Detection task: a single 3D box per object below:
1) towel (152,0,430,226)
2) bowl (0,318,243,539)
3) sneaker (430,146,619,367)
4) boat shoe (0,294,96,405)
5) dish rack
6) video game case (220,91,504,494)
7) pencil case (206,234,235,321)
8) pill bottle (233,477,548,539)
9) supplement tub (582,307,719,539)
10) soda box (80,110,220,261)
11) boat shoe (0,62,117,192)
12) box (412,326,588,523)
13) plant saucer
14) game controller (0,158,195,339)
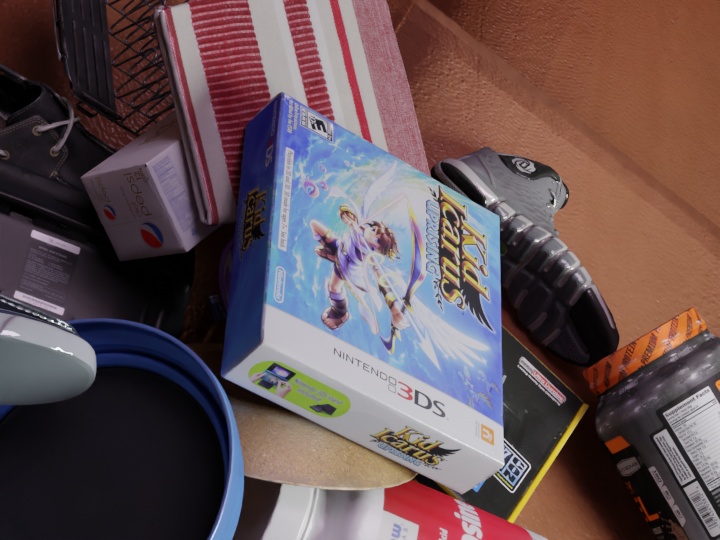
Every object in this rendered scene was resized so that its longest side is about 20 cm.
[{"bbox_3d":[-0.042,-0.109,1.187,0.199,0.023,0.145,-12,87,-43],"label":"towel"},{"bbox_3d":[-0.158,0.125,1.019,0.039,0.199,0.202,60,26,-57],"label":"bowl"},{"bbox_3d":[0.148,-0.024,1.416,0.200,0.075,0.115,49,42,8],"label":"sneaker"},{"bbox_3d":[-0.238,0.009,0.998,0.199,0.071,0.092,14,51,-22],"label":"boat shoe"},{"bbox_3d":[-0.136,-0.148,1.277,0.200,0.054,0.155,31,39,-48],"label":"dish rack"},{"bbox_3d":[0.007,0.011,1.105,0.180,0.045,0.201,29,43,-28],"label":"video game case"},{"bbox_3d":[0.000,0.000,1.214,0.199,0.084,0.086,-12,73,-39],"label":"pencil case"},{"bbox_3d":[0.019,0.186,1.131,0.199,0.112,0.113,24,46,-18],"label":"pill bottle"},{"bbox_3d":[0.250,0.136,1.312,0.122,0.122,0.201,-23,80,-44],"label":"supplement tub"},{"bbox_3d":[-0.089,-0.083,1.202,0.200,0.068,0.064,-41,114,-43],"label":"soda box"},{"bbox_3d":[-0.216,-0.087,1.208,0.199,0.068,0.072,30,45,-16],"label":"boat shoe"},{"bbox_3d":[0.048,0.082,1.279,0.200,0.049,0.160,43,45,0],"label":"box"},{"bbox_3d":[-0.055,0.083,1.124,0.198,0.036,0.200,13,10,-2],"label":"plant saucer"},{"bbox_3d":[-0.202,-0.007,1.173,0.199,0.042,0.105,22,71,-20],"label":"game controller"}]
